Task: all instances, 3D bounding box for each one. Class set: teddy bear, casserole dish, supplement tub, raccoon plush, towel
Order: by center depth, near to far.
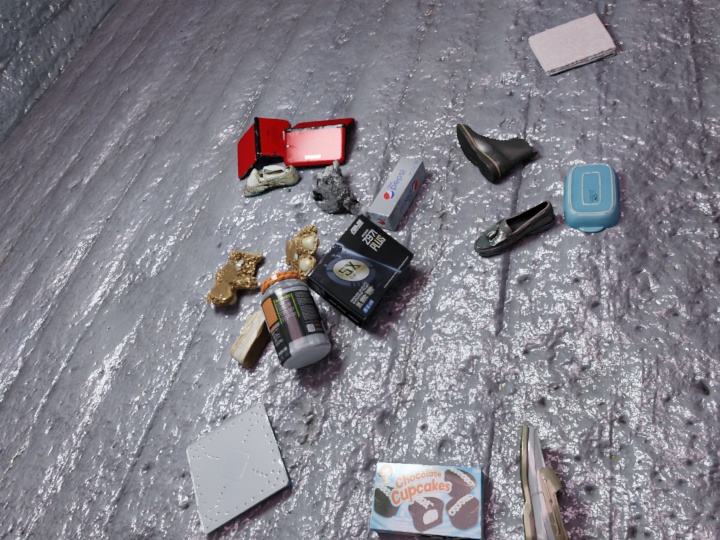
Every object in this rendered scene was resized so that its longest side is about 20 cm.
[{"bbox_3d":[-0.153,0.110,1.208,0.122,0.123,0.201,-25,67,4],"label":"supplement tub"},{"bbox_3d":[0.529,-0.177,1.215,0.120,0.039,0.202,0,57,23],"label":"casserole dish"},{"bbox_3d":[-0.137,-0.043,1.330,0.066,0.200,0.147,2,78,-19],"label":"teddy bear"},{"bbox_3d":[-0.335,0.021,1.428,0.143,0.067,0.201,-5,47,8],"label":"teddy bear"},{"bbox_3d":[-0.042,-0.221,1.484,0.199,0.097,0.134,32,54,6],"label":"raccoon plush"},{"bbox_3d":[0.609,-0.654,1.535,0.198,0.032,0.193,-15,52,13],"label":"towel"}]

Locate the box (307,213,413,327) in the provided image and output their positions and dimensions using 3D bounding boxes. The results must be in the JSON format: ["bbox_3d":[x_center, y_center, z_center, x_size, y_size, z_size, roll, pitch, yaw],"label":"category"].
[{"bbox_3d":[0.000,0.000,1.233,0.163,0.086,0.200,38,73,6],"label":"box"}]

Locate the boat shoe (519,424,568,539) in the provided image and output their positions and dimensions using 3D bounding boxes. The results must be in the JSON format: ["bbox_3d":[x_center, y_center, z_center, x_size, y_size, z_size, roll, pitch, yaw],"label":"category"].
[{"bbox_3d":[0.306,0.365,0.895,0.068,0.075,0.202,-3,62,14],"label":"boat shoe"}]

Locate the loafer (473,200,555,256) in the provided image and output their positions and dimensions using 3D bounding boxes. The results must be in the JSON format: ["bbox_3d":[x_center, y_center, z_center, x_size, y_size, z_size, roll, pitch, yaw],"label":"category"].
[{"bbox_3d":[0.349,-0.103,1.220,0.198,0.063,0.072,-26,50,4],"label":"loafer"}]

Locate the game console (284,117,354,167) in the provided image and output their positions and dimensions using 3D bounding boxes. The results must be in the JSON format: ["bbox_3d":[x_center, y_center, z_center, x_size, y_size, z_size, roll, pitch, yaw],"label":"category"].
[{"bbox_3d":[-0.125,-0.400,1.651,0.198,0.119,0.175,-1,86,17],"label":"game console"}]

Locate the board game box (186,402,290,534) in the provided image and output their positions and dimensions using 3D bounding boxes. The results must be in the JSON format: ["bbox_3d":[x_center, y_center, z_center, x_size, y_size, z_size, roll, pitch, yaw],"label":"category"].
[{"bbox_3d":[-0.261,0.414,1.124,0.199,0.026,0.201,-31,50,0],"label":"board game box"}]

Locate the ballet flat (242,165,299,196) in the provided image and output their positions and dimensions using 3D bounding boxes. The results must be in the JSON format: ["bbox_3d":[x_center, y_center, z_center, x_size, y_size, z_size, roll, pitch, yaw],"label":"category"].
[{"bbox_3d":[-0.285,-0.284,1.613,0.198,0.075,0.068,-11,53,16],"label":"ballet flat"}]

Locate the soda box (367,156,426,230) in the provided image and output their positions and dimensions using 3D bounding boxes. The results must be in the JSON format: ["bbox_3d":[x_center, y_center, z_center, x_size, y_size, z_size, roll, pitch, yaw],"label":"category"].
[{"bbox_3d":[0.100,-0.205,1.399,0.068,0.064,0.201,17,64,30],"label":"soda box"}]

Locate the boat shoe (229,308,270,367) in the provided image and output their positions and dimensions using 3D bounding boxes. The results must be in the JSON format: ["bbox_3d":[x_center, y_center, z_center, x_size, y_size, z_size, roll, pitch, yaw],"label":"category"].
[{"bbox_3d":[-0.251,0.134,1.294,0.069,0.074,0.201,19,66,26],"label":"boat shoe"}]

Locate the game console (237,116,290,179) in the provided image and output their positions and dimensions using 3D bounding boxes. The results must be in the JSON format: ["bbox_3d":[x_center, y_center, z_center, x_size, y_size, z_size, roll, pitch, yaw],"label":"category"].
[{"bbox_3d":[-0.317,-0.400,1.750,0.170,0.119,0.201,1,50,-16],"label":"game console"}]

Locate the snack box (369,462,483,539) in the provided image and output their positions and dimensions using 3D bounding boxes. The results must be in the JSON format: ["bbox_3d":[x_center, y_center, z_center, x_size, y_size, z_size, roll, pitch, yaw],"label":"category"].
[{"bbox_3d":[0.120,0.414,0.955,0.198,0.037,0.117,-5,54,20],"label":"snack box"}]

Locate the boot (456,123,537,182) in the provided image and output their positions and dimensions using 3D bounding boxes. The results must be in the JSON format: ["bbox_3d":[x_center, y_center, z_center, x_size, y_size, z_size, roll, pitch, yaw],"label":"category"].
[{"bbox_3d":[0.351,-0.330,1.388,0.137,0.078,0.201,-27,63,-3],"label":"boot"}]
